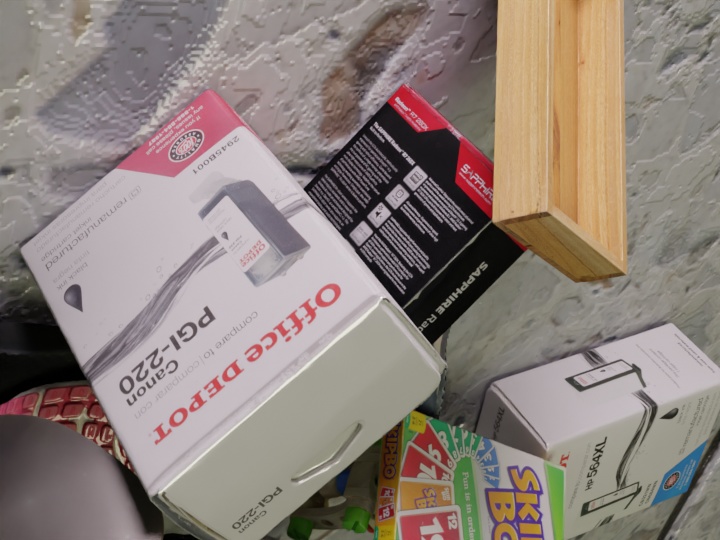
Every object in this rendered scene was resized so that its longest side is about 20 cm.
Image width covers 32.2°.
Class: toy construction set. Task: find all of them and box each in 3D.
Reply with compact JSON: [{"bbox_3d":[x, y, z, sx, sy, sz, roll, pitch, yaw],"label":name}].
[{"bbox_3d":[0.016,0.185,0.935,0.131,0.093,0.200,-5,154,30],"label":"toy construction set"}]

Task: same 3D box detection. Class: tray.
[{"bbox_3d":[0.113,-0.104,0.701,0.037,0.201,0.099,-10,155,34],"label":"tray"}]

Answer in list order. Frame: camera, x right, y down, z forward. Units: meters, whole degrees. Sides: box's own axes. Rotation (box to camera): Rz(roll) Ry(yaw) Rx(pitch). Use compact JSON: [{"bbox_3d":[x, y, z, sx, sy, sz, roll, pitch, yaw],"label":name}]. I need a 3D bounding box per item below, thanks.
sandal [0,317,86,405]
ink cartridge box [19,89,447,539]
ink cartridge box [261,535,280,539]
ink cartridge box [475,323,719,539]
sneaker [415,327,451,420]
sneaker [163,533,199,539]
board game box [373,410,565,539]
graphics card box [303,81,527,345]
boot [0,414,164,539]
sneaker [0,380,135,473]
[{"bbox_3d":[-0.222,0.039,0.669,0.075,0.048,0.200,-36,157,17],"label":"sandal"},{"bbox_3d":[-0.072,0.021,0.646,0.146,0.200,0.085,-40,140,0],"label":"ink cartridge box"},{"bbox_3d":[-0.062,0.219,0.830,0.199,0.148,0.076,25,79,-26],"label":"ink cartridge box"},{"bbox_3d":[0.198,0.146,1.066,0.199,0.084,0.147,-16,134,-27],"label":"ink cartridge box"},{"bbox_3d":[0.017,0.048,0.862,0.082,0.070,0.201,-6,133,-7],"label":"sneaker"},{"bbox_3d":[-0.111,0.210,0.734,0.199,0.075,0.116,-19,104,23],"label":"sneaker"},{"bbox_3d":[0.088,0.170,0.893,0.030,0.096,0.200,-14,151,41],"label":"board game box"},{"bbox_3d":[0.000,0.000,0.744,0.200,0.126,0.051,-46,141,5],"label":"graphics card box"},{"bbox_3d":[-0.184,0.117,0.615,0.076,0.199,0.074,85,23,-47],"label":"boot"},{"bbox_3d":[-0.137,0.104,0.762,0.199,0.074,0.081,8,94,-42],"label":"sneaker"}]
